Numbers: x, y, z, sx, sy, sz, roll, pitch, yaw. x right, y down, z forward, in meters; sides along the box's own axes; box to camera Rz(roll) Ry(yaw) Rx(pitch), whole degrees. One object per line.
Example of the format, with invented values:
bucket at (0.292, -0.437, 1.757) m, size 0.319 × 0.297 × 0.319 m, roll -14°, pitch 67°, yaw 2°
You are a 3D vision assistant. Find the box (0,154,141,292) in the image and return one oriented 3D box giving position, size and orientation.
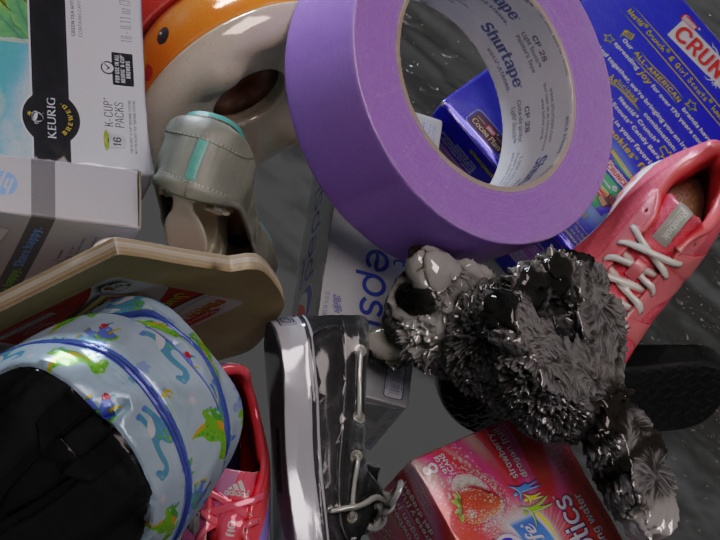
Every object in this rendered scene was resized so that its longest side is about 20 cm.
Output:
box at (-0.236, -0.015, 1.547) m, size 0.199 × 0.156 × 0.041 m, roll 7°, pitch 61°, yaw -19°

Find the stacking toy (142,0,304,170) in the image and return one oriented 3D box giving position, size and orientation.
stacking toy at (-0.107, -0.167, 1.704) m, size 0.146 × 0.146 × 0.200 m, roll -17°, pitch 59°, yaw -28°

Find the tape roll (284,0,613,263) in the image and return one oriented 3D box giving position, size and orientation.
tape roll at (0.053, -0.104, 1.638) m, size 0.200 × 0.066 × 0.201 m, roll 15°, pitch 66°, yaw -37°

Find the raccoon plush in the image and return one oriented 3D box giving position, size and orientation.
raccoon plush at (0.081, 0.075, 1.586) m, size 0.097 × 0.134 × 0.201 m, roll -14°, pitch 85°, yaw -43°

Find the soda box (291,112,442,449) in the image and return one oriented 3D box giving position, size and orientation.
soda box at (0.000, 0.000, 1.687) m, size 0.063 × 0.068 × 0.201 m, roll 15°, pitch 60°, yaw -13°

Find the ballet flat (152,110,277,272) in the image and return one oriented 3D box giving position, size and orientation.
ballet flat at (-0.088, -0.020, 1.595) m, size 0.067 × 0.200 × 0.064 m, roll 13°, pitch 66°, yaw 9°

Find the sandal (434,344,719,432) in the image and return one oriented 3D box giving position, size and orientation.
sandal at (0.128, 0.064, 1.716) m, size 0.200 × 0.075 × 0.048 m, roll 5°, pitch 38°, yaw -28°

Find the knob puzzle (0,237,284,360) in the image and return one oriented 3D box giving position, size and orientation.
knob puzzle at (-0.130, 0.021, 1.558) m, size 0.219 × 0.220 × 0.031 m, roll -4°, pitch 69°, yaw -24°

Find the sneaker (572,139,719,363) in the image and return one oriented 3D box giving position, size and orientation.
sneaker at (0.159, -0.008, 1.659) m, size 0.074 × 0.087 × 0.200 m, roll 38°, pitch 59°, yaw -1°

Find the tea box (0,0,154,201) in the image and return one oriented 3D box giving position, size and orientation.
tea box at (-0.232, -0.120, 1.614) m, size 0.196 × 0.134 × 0.201 m, roll 4°, pitch 63°, yaw -20°

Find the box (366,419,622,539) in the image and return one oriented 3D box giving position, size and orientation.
box at (0.097, 0.192, 1.613) m, size 0.100 × 0.096 × 0.200 m, roll -21°, pitch 74°, yaw -30°

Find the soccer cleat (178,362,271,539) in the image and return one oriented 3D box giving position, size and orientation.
soccer cleat at (-0.078, 0.149, 1.576) m, size 0.068 × 0.073 × 0.201 m, roll 5°, pitch 64°, yaw -21°

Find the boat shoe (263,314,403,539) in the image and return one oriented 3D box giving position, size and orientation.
boat shoe at (-0.013, 0.124, 1.585) m, size 0.068 × 0.074 × 0.200 m, roll -4°, pitch 87°, yaw -12°

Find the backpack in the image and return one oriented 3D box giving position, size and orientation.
backpack at (-0.153, 0.102, 1.493) m, size 0.154 × 0.200 × 0.163 m, roll -34°, pitch 80°, yaw -31°

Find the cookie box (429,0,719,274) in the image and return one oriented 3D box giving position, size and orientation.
cookie box at (0.159, -0.075, 1.785) m, size 0.200 × 0.075 × 0.171 m, roll -36°, pitch 83°, yaw -31°
